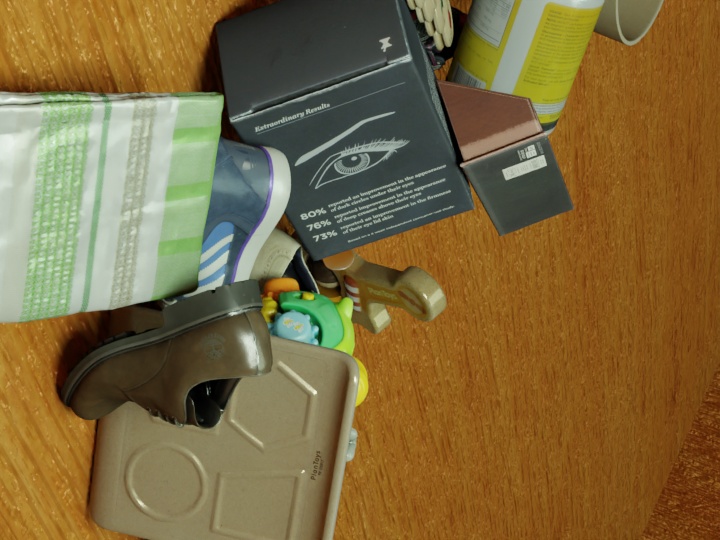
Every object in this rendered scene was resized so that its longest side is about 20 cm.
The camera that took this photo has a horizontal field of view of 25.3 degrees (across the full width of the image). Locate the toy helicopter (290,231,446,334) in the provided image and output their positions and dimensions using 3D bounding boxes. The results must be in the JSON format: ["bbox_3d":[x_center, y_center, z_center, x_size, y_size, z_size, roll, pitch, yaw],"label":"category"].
[{"bbox_3d":[0.000,0.000,1.370,0.079,0.199,0.133,-39,119,-26],"label":"toy helicopter"}]

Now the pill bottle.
[{"bbox_3d":[0.153,-0.227,1.424,0.112,0.111,0.202,-33,148,-56],"label":"pill bottle"}]

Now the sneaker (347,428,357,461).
[{"bbox_3d":[-0.070,0.163,1.462,0.199,0.080,0.076,-17,124,-61],"label":"sneaker"}]

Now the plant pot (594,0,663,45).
[{"bbox_3d":[0.190,-0.331,1.537,0.187,0.198,0.189,-45,144,-46],"label":"plant pot"}]

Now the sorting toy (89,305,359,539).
[{"bbox_3d":[-0.105,0.128,1.211,0.036,0.198,0.187,-49,150,-68],"label":"sorting toy"}]

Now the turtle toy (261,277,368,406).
[{"bbox_3d":[-0.085,0.084,1.277,0.200,0.146,0.101,-41,113,7],"label":"turtle toy"}]

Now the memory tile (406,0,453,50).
[{"bbox_3d":[0.051,-0.273,1.312,0.200,0.017,0.155,19,65,-78],"label":"memory tile"}]

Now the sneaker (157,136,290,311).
[{"bbox_3d":[-0.151,-0.022,1.180,0.145,0.081,0.201,2,137,-35],"label":"sneaker"}]

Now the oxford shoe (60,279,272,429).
[{"bbox_3d":[-0.139,0.078,1.123,0.072,0.199,0.085,-11,79,-49],"label":"oxford shoe"}]

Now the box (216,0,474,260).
[{"bbox_3d":[-0.009,-0.119,1.255,0.201,0.146,0.105,62,13,-53],"label":"box"}]

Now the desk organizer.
[{"bbox_3d":[0.122,-0.101,1.328,0.200,0.071,0.078,47,24,-70],"label":"desk organizer"}]

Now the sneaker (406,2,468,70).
[{"bbox_3d":[0.035,-0.203,1.441,0.200,0.074,0.081,-43,143,-48],"label":"sneaker"}]

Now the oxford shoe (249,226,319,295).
[{"bbox_3d":[-0.072,0.040,1.375,0.071,0.073,0.201,-56,152,-32],"label":"oxford shoe"}]

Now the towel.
[{"bbox_3d":[-0.182,-0.044,1.030,0.199,0.031,0.151,-7,117,-42],"label":"towel"}]
